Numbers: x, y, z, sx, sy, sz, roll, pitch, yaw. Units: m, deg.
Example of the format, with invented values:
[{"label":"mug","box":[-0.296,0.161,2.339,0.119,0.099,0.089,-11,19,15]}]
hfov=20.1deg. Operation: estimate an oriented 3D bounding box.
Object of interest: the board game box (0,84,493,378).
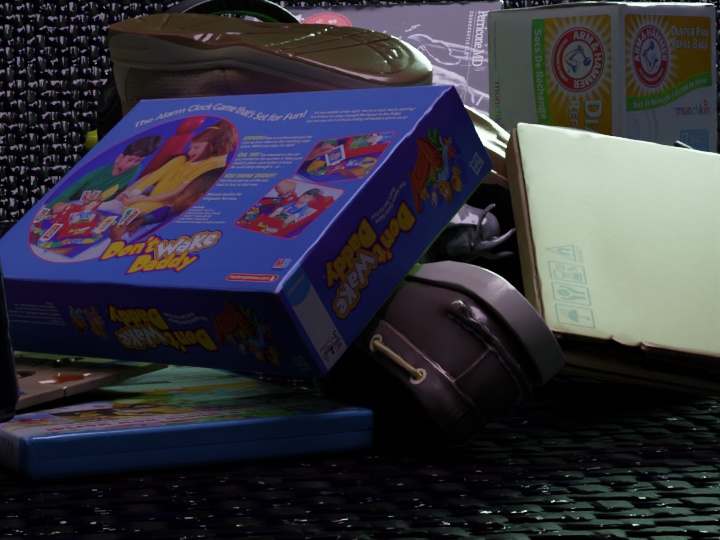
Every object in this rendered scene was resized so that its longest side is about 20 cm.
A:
[{"label":"board game box","box":[-0.060,-0.020,0.876,0.199,0.045,0.135,2,42,44]}]

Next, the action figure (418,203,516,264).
[{"label":"action figure","box":[-0.021,0.000,0.982,0.199,0.131,0.069,-10,27,13]}]

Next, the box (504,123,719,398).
[{"label":"box","box":[0.151,-0.004,0.912,0.163,0.021,0.200,9,28,-5]}]

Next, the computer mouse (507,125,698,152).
[{"label":"computer mouse","box":[0.134,-0.053,1.113,0.199,0.053,0.138,-2,-9,37]}]

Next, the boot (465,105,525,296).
[{"label":"boot","box":[0.098,-0.023,1.018,0.199,0.074,0.076,33,41,1]}]

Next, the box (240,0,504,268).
[{"label":"box","box":[0.003,-0.072,1.334,0.181,0.201,0.104,0,-39,10]}]

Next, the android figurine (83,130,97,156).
[{"label":"android figurine","box":[-0.075,-0.062,1.248,0.199,0.183,0.041,-6,-40,10]}]

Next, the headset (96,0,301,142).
[{"label":"headset","box":[-0.096,-0.065,1.146,0.124,0.200,0.094,46,-8,-26]}]

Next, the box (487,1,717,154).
[{"label":"box","box":[0.151,-0.065,1.262,0.101,0.201,0.112,3,5,42]}]

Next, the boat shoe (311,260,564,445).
[{"label":"boat shoe","box":[0.010,0.033,0.858,0.060,0.072,0.200,-43,21,-17]}]

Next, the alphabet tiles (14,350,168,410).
[{"label":"alphabet tiles","box":[-0.186,0.049,0.861,0.166,0.006,0.200,0,8,34]}]

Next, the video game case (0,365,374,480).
[{"label":"video game case","box":[-0.101,0.060,0.856,0.142,0.018,0.200,-2,4,-26]}]

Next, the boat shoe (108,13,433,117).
[{"label":"boat shoe","box":[-0.043,-0.083,0.975,0.071,0.065,0.199,-15,20,-42]}]

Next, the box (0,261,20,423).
[{"label":"box","box":[-0.264,0.010,0.725,0.196,0.125,0.199,0,11,44]}]
